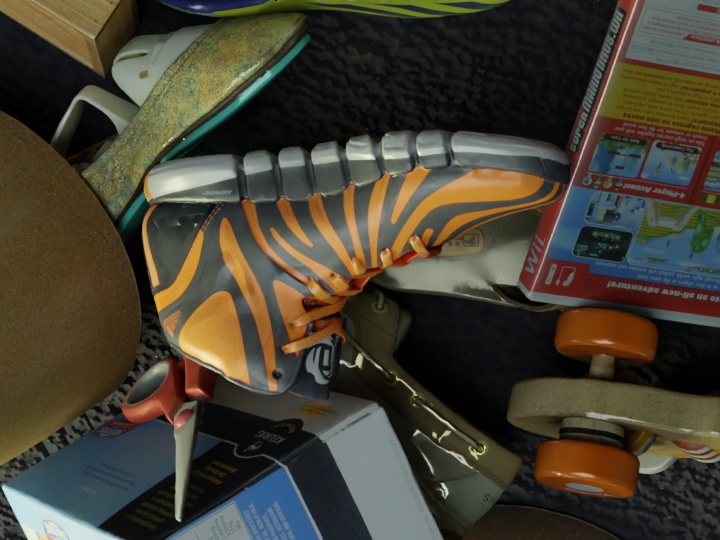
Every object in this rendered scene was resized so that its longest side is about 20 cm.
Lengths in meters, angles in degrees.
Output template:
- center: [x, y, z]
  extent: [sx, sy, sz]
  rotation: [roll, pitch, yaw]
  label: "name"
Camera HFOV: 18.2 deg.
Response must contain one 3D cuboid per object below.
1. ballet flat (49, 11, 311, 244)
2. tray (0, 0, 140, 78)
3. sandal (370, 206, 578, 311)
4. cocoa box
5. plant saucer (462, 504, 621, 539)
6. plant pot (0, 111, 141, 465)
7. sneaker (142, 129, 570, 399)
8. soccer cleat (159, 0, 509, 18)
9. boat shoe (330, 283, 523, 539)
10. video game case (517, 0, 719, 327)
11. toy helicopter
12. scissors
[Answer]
- center: [-0.101, -0.072, 1.063]
  extent: [0.071, 0.071, 0.200]
  rotation: [43, 133, -5]
  label: "ballet flat"
- center: [-0.196, -0.166, 1.050]
  extent: [0.200, 0.099, 0.037]
  rotation: [33, 84, 0]
  label: "tray"
- center: [0.089, -0.014, 1.061]
  extent: [0.200, 0.054, 0.080]
  rotation: [-2, 111, 8]
  label: "sandal"
- center: [-0.060, 0.137, 1.063]
  extent: [0.131, 0.200, 0.134]
  rotation: [-31, 106, -22]
  label: "cocoa box"
- center: [0.080, 0.218, 1.169]
  extent: [0.200, 0.034, 0.201]
  rotation: [5, 111, 13]
  label: "plant saucer"
- center: [-0.234, 0.043, 1.058]
  extent: [0.186, 0.200, 0.187]
  rotation: [18, 130, 23]
  label: "plant pot"
- center: [0.000, 0.000, 1.000]
  extent: [0.200, 0.078, 0.112]
  rotation: [-7, 84, 22]
  label: "sneaker"
- center: [-0.010, -0.140, 1.021]
  extent: [0.200, 0.084, 0.065]
  rotation: [2, 112, 14]
  label: "soccer cleat"
- center: [-0.001, 0.042, 1.105]
  extent: [0.066, 0.074, 0.200]
  rotation: [-41, 90, 1]
  label: "boat shoe"
- center: [0.165, -0.069, 1.001]
  extent: [0.143, 0.017, 0.200]
  rotation: [8, 114, -24]
  label: "video game case"
- center: [0.167, 0.081, 1.059]
  extent: [0.200, 0.132, 0.079]
  rotation: [11, 76, -4]
  label: "toy helicopter"
- center: [-0.075, 0.059, 1.023]
  extent: [0.073, 0.200, 0.014]
  rotation: [-45, 106, 0]
  label: "scissors"
